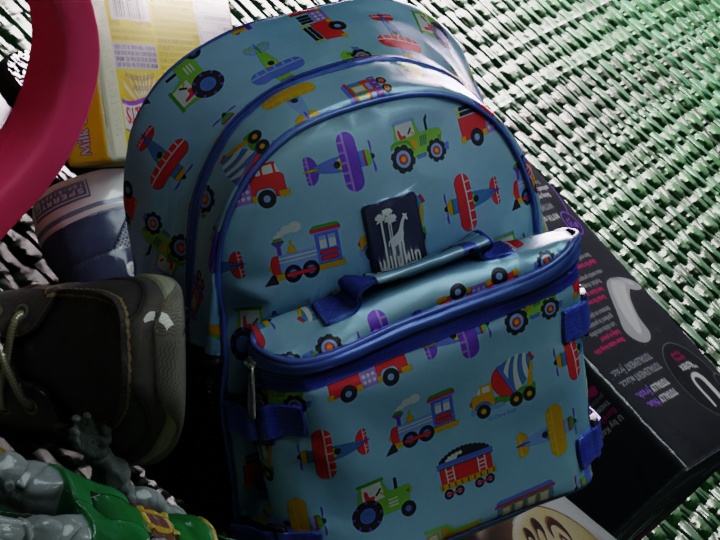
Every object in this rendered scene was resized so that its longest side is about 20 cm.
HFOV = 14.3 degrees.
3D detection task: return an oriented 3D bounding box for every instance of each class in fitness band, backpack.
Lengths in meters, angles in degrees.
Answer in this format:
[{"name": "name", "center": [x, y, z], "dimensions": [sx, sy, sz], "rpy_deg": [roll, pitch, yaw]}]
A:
[{"name": "fitness band", "center": [-0.186, -0.053, 1.128], "dimensions": [0.037, 0.200, 0.144], "rpy_deg": [29, -23, 37]}, {"name": "backpack", "center": [0.000, 0.000, 1.151], "dimensions": [0.182, 0.200, 0.135], "rpy_deg": [-15, 25, -23]}]

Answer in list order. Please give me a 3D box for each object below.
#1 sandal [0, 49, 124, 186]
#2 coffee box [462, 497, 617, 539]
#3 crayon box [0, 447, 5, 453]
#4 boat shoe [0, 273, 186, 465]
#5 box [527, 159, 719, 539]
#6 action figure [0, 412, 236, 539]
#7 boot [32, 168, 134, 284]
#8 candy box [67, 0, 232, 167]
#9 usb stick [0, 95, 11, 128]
[{"name": "sandal", "center": [-0.114, -0.047, 1.382], "dimensions": [0.200, 0.048, 0.075], "rpy_deg": [28, 27, -55]}, {"name": "coffee box", "center": [0.069, 0.157, 1.273], "dimensions": [0.200, 0.080, 0.113], "rpy_deg": [39, 27, -6]}, {"name": "crayon box", "center": [-0.169, 0.116, 1.027], "dimensions": [0.200, 0.058, 0.173], "rpy_deg": [47, 23, 9]}, {"name": "boat shoe", "center": [-0.122, 0.041, 1.118], "dimensions": [0.073, 0.200, 0.075], "rpy_deg": [-1, 84, -23]}, {"name": "box", "center": [0.083, 0.046, 1.433], "dimensions": [0.200, 0.106, 0.122], "rpy_deg": [48, 26, 12]}, {"name": "action figure", "center": [-0.098, 0.095, 1.043], "dimensions": [0.200, 0.055, 0.118], "rpy_deg": [24, 26, -48]}, {"name": "boot", "center": [-0.072, 0.010, 1.336], "dimensions": [0.200, 0.073, 0.090], "rpy_deg": [3, 64, -54]}, {"name": "candy box", "center": [-0.097, -0.099, 1.327], "dimensions": [0.200, 0.026, 0.102], "rpy_deg": [-8, 91, -74]}, {"name": "usb stick", "center": [-0.193, -0.044, 1.273], "dimensions": [0.055, 0.033, 0.200], "rpy_deg": [41, 25, -18]}]
